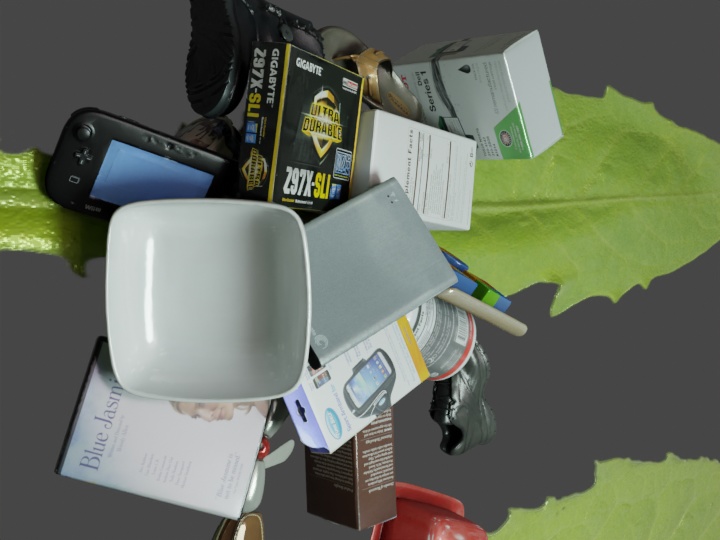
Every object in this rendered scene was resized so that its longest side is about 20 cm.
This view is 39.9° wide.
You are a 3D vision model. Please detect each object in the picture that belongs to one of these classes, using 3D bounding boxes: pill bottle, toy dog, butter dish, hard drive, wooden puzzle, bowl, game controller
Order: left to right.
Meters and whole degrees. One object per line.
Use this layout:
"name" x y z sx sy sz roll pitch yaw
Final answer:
"game controller" -0.209 -0.088 0.992 0.199 0.042 0.105 18 101 -27
"bowl" -0.146 0.025 0.983 0.075 0.198 0.202 -87 179 -80
"toy dog" -0.117 0.162 1.125 0.132 0.096 0.200 42 71 -12
"hard drive" -0.006 0.000 1.080 0.199 0.033 0.140 -30 86 -28
"pill bottle" 0.050 0.064 1.275 0.199 0.115 0.117 27 73 -44
"butter dish" 0.108 0.403 1.334 0.199 0.147 0.201 27 72 -44
"wooden puzzle" 0.106 0.002 1.270 0.185 0.200 0.047 25 98 -45

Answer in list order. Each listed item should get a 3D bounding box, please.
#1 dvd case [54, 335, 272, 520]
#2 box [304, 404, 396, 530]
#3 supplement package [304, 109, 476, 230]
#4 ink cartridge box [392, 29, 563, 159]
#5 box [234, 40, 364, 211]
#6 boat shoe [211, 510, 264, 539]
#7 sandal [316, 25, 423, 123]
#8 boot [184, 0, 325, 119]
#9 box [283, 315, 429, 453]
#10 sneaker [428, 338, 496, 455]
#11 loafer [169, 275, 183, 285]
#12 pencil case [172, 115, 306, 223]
"dvd case" -0.198 0.164 1.028 0.199 0.018 0.144 20 77 -20
"box" -0.014 0.206 1.224 0.075 0.100 0.202 -4 96 -43
"supplement package" 0.037 -0.120 1.245 0.199 0.121 0.121 8 87 -46
"ink cartridge box" 0.151 -0.225 1.307 0.084 0.199 0.147 -36 117 -36
"box" -0.060 -0.146 1.061 0.200 0.049 0.161 -1 100 -69
"boat shoe" -0.133 0.377 1.127 0.075 0.073 0.202 11 84 -47
"sandal" 0.017 -0.241 1.257 0.200 0.054 0.082 38 65 -30
"boot" -0.107 -0.227 1.088 0.168 0.076 0.202 25 49 -43
"box" -0.015 0.113 1.107 0.199 0.041 0.120 -31 104 -38
"sneaker" 0.136 0.172 1.409 0.090 0.076 0.202 -25 108 -36
"loafer" -0.138 0.018 1.100 0.199 0.075 0.069 31 76 -43
"pencil case" -0.127 -0.082 1.103 0.089 0.078 0.200 -44 125 -11
